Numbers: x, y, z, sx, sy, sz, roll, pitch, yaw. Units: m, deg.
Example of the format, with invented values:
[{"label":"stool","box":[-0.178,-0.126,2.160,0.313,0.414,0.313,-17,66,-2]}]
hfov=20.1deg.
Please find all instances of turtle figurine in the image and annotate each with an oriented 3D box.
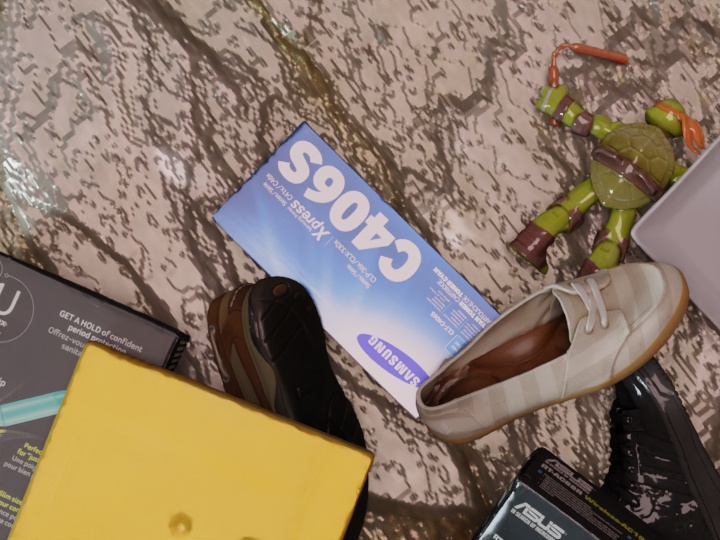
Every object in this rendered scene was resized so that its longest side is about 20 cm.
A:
[{"label":"turtle figurine","box":[0.188,-0.054,1.398,0.200,0.064,0.162,34,88,2]}]

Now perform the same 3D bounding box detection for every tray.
[{"label":"tray","box":[0.279,0.001,1.390,0.107,0.022,0.200,-46,108,-2]}]

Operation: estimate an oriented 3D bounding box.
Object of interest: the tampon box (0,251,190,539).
[{"label":"tampon box","box":[-0.223,0.104,1.364,0.149,0.126,0.201,24,88,-1]}]

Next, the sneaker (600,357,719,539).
[{"label":"sneaker","box":[0.188,0.151,1.382,0.104,0.060,0.201,-30,99,-1]}]

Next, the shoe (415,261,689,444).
[{"label":"shoe","box":[0.125,0.051,1.339,0.199,0.053,0.070,-31,55,7]}]

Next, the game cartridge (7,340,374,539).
[{"label":"game cartridge","box":[-0.113,0.161,1.293,0.199,0.032,0.177,22,88,-1]}]

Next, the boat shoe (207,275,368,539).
[{"label":"boat shoe","box":[-0.052,0.101,1.395,0.074,0.076,0.201,-6,103,39]}]

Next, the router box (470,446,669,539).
[{"label":"router box","box":[0.153,0.237,1.342,0.200,0.062,0.150,35,116,8]}]

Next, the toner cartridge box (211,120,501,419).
[{"label":"toner cartridge box","box":[0.000,0.000,1.409,0.200,0.043,0.095,44,91,2]}]
